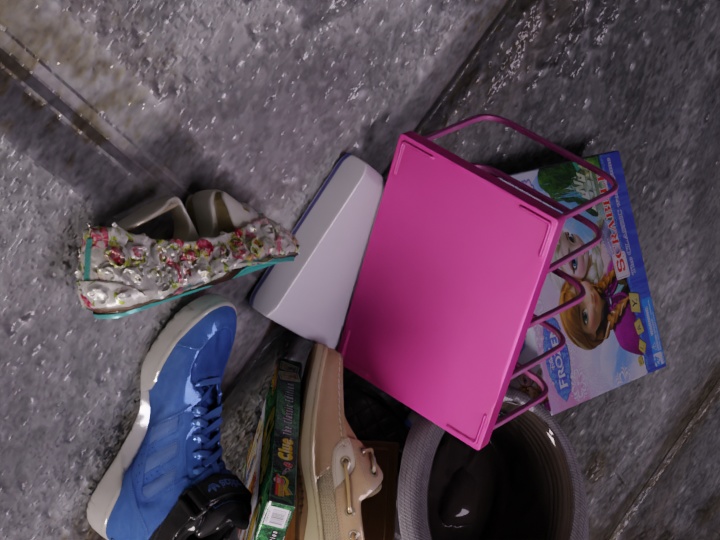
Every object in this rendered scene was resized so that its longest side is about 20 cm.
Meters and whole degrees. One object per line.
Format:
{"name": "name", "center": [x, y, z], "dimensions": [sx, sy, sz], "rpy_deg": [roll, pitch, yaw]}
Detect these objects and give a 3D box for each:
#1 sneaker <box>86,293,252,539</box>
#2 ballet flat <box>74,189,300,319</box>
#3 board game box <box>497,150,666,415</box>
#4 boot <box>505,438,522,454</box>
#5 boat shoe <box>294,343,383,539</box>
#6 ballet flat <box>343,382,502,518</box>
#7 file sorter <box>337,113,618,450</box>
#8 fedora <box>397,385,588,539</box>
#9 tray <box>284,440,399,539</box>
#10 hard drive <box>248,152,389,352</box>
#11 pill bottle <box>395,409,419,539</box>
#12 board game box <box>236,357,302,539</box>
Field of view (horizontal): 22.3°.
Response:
{"name": "sneaker", "center": [-0.108, 0.124, 1.264], "dimensions": [0.077, 0.111, 0.200], "rpy_deg": [5, 115, -58]}
{"name": "ballet flat", "center": [-0.106, -0.019, 1.174], "dimensions": [0.200, 0.075, 0.064], "rpy_deg": [-19, 101, -56]}
{"name": "board game box", "center": [0.177, 0.008, 1.551], "dimensions": [0.199, 0.041, 0.201], "rpy_deg": [-16, 94, -51]}
{"name": "boot", "center": [0.150, 0.097, 1.570], "dimensions": [0.166, 0.200, 0.072], "rpy_deg": [-34, 176, -39]}
{"name": "boat shoe", "center": [-0.017, 0.155, 1.373], "dimensions": [0.071, 0.064, 0.201], "rpy_deg": [174, -83, -86]}
{"name": "ballet flat", "center": [0.046, 0.169, 1.508], "dimensions": [0.066, 0.200, 0.057], "rpy_deg": [-30, -154, 54]}
{"name": "file sorter", "center": [0.093, 0.001, 1.377], "dimensions": [0.125, 0.139, 0.201], "rpy_deg": [-25, 139, -50]}
{"name": "fedora", "center": [0.089, 0.191, 1.439], "dimensions": [0.176, 0.090, 0.201], "rpy_deg": [9, 71, -27]}
{"name": "tray", "center": [-0.024, 0.230, 1.410], "dimensions": [0.037, 0.098, 0.201], "rpy_deg": [90, 3, -65]}
{"name": "hard drive", "center": [0.000, 0.000, 1.398], "dimensions": [0.132, 0.025, 0.200], "rpy_deg": [-57, 152, -1]}
{"name": "pill bottle", "center": [0.044, 0.232, 1.614], "dimensions": [0.200, 0.114, 0.114], "rpy_deg": [-59, 152, 3]}
{"name": "board game box", "center": [-0.068, 0.156, 1.331], "dimensions": [0.200, 0.023, 0.105], "rpy_deg": [-91, -160, -65]}
